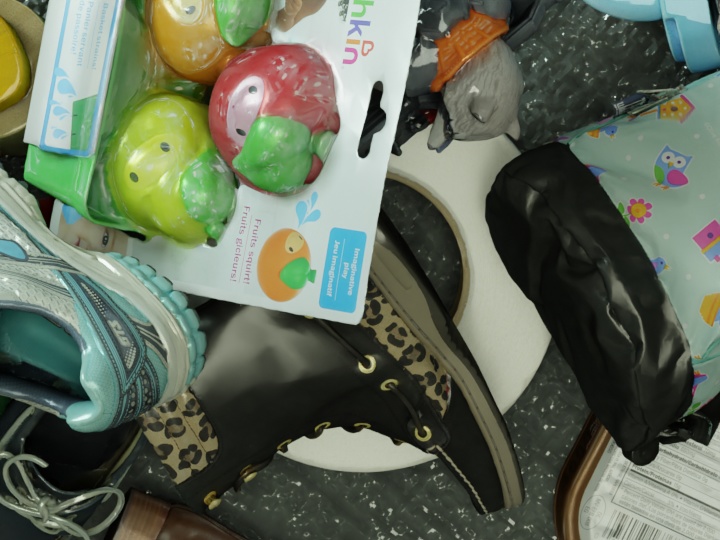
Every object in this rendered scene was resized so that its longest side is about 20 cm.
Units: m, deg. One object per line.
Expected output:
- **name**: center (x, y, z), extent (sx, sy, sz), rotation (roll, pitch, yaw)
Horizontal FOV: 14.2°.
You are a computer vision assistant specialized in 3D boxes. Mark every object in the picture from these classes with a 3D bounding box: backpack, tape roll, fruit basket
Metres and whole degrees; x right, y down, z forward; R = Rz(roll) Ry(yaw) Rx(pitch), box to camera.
- **backpack**: center (0.180, -0.022, 1.374), extent (0.200, 0.127, 0.167), rotation (-25, 80, -15)
- **tape roll**: center (0.000, 0.000, 1.451), extent (0.202, 0.037, 0.203), rotation (0, 97, 0)
- **fruit basket**: center (-0.062, -0.079, 1.294), extent (0.094, 0.200, 0.186), rotation (11, 89, -43)

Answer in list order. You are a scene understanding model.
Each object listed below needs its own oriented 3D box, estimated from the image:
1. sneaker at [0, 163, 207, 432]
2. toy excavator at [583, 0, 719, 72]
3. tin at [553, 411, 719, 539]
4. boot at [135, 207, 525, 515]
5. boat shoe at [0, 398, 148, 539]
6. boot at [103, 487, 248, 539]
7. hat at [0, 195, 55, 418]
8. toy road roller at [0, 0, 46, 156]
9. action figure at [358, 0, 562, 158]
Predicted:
- **sneaker**: center (-0.169, 0.007, 1.284), extent (0.200, 0.086, 0.078), rotation (26, 123, 17)
- **toy excavator**: center (0.111, -0.185, 1.407), extent (0.200, 0.100, 0.195), rotation (-10, 96, 10)
- **tin**: center (0.174, 0.085, 1.464), extent (0.112, 0.042, 0.200), rotation (24, 96, -8)
- **boot**: center (-0.018, 0.067, 1.377), extent (0.150, 0.073, 0.200), rotation (-30, 128, 1)
- **boat shoe**: center (-0.147, 0.093, 1.431), extent (0.075, 0.062, 0.200), rotation (31, 112, -23)
- **boot**: center (-0.058, 0.225, 1.471), extent (0.200, 0.064, 0.187), rotation (23, 99, -8)
- **hat**: center (-0.185, 0.050, 1.432), extent (0.176, 0.200, 0.166), rotation (-12, 70, -30)
- **toy road roller**: center (-0.246, -0.104, 1.398), extent (0.200, 0.123, 0.146), rotation (-22, 85, 3)
- **action figure**: center (-0.008, -0.113, 1.376), extent (0.193, 0.105, 0.200), rotation (36, 73, 22)
